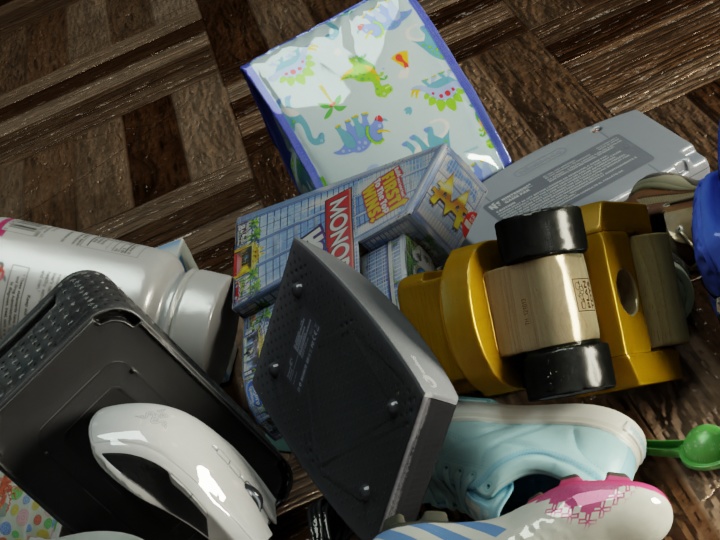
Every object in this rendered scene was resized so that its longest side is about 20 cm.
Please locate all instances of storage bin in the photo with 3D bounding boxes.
[{"bbox_3d":[-0.160,0.115,1.275,0.135,0.200,0.094,-44,27,-3],"label":"storage bin"}]

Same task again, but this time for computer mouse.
[{"bbox_3d":[-0.084,0.144,1.195,0.044,0.200,0.110,-50,11,29],"label":"computer mouse"}]

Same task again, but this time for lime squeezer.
[{"bbox_3d":[0.217,0.098,1.158,0.200,0.071,0.038,-41,20,53],"label":"lime squeezer"}]

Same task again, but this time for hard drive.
[{"bbox_3d":[-0.005,0.078,1.231,0.042,0.135,0.200,2,28,-30],"label":"hard drive"}]

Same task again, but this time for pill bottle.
[{"bbox_3d":[-0.203,0.031,1.445,0.200,0.113,0.113,12,34,10],"label":"pill bottle"}]

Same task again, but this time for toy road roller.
[{"bbox_3d":[0.117,0.028,1.237,0.146,0.123,0.200,-15,-7,33],"label":"toy road roller"}]

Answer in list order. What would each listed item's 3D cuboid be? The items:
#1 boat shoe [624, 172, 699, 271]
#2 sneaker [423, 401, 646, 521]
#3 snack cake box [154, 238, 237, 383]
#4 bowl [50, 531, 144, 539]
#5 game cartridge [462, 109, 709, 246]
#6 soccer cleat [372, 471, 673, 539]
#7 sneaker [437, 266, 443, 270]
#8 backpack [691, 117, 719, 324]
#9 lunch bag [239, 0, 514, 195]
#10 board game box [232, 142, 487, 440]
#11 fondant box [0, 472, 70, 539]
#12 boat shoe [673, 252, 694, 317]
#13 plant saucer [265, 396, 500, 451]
[{"bbox_3d":[0.261,-0.028,1.371,0.072,0.076,0.200,-41,20,-26],"label":"boat shoe"},{"bbox_3d":[0.081,0.134,1.195,0.200,0.074,0.082,-12,30,35],"label":"sneaker"},{"bbox_3d":[-0.219,0.064,1.562,0.200,0.115,0.067,-19,23,12],"label":"snack cake box"},{"bbox_3d":[-0.196,0.262,1.166,0.201,0.090,0.201,-19,24,9],"label":"bowl"},{"bbox_3d":[0.174,-0.063,1.542,0.200,0.040,0.133,-28,34,-9],"label":"game cartridge"},{"bbox_3d":[0.092,0.182,1.109,0.200,0.070,0.086,-16,41,24],"label":"soccer cleat"},{"bbox_3d":[0.002,0.029,1.509,0.200,0.075,0.079,-45,9,-37],"label":"sneaker"},{"bbox_3d":[0.295,-0.034,1.183,0.168,0.200,0.163,-18,25,14],"label":"backpack"},{"bbox_3d":[0.011,-0.130,1.630,0.170,0.200,0.127,-29,4,-9],"label":"lunch bag"},{"bbox_3d":[0.000,0.000,1.379,0.200,0.062,0.200,-29,37,22],"label":"board game box"},{"bbox_3d":[-0.266,0.145,1.411,0.200,0.058,0.144,0,70,38],"label":"fondant box"},{"bbox_3d":[0.143,0.033,1.353,0.201,0.072,0.061,-15,18,10],"label":"boat shoe"},{"bbox_3d":[0.014,0.112,1.368,0.200,0.019,0.070,2,35,43],"label":"plant saucer"}]
